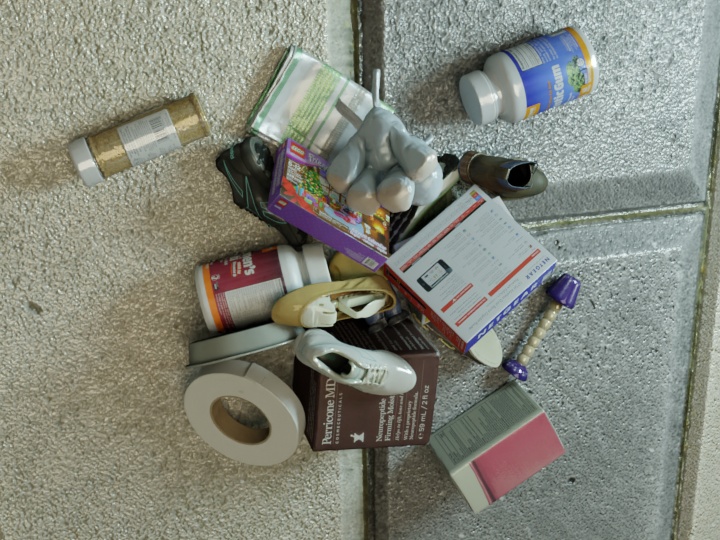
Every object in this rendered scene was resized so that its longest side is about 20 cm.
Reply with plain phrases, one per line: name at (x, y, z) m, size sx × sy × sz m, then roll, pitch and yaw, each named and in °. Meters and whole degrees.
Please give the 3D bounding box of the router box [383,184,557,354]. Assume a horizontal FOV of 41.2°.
router box at (0.165, -0.005, 1.456) m, size 0.200 × 0.049 × 0.180 m, roll -39°, pitch 71°, yaw -16°

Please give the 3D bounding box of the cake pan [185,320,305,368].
cake pan at (-0.176, 0.108, 1.471) m, size 0.199 × 0.200 × 0.037 m, roll -14°, pitch 90°, yaw -12°

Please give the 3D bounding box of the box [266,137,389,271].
box at (-0.044, -0.099, 1.442) m, size 0.199 × 0.138 × 0.039 m, roll 30°, pitch 128°, yaw -24°

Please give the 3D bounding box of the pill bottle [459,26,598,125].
pill bottle at (0.261, -0.299, 1.502) m, size 0.199 × 0.112 × 0.113 m, roll -23°, pitch 114°, yaw -9°

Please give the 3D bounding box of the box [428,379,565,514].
box at (0.238, 0.311, 1.697) m, size 0.199 × 0.128 × 0.109 m, roll -33°, pitch 116°, yaw -3°

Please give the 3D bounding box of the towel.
towel at (-0.059, -0.233, 1.471) m, size 0.199 × 0.031 × 0.150 m, roll 27°, pitch 99°, yaw -24°

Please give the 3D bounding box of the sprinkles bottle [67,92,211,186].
sprinkles bottle at (-0.318, -0.189, 1.384) m, size 0.199 × 0.068 × 0.069 m, roll -24°, pitch 114°, yaw -8°

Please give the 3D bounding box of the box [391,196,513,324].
box at (0.162, -0.016, 1.545) m, size 0.199 × 0.113 × 0.102 m, roll -26°, pitch 158°, yaw -11°

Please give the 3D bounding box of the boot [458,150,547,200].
boot at (0.257, -0.144, 1.540) m, size 0.199 × 0.097 × 0.075 m, roll 5°, pitch 101°, yaw -39°

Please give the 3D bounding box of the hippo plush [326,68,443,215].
hippo plush at (0.041, -0.160, 1.460) m, size 0.159 × 0.201 × 0.161 m, roll -36°, pitch 159°, yaw 12°

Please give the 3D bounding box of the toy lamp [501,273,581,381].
toy lamp at (0.322, 0.097, 1.690) m, size 0.058 × 0.058 × 0.201 m, roll 28°, pitch 100°, yaw -24°

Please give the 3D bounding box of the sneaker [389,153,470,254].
sneaker at (0.109, -0.089, 1.554) m, size 0.200 × 0.077 × 0.089 m, roll -47°, pitch 123°, yaw 5°

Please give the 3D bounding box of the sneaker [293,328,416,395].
sneaker at (-0.002, 0.148, 1.414) m, size 0.199 × 0.080 × 0.071 m, roll 19°, pitch 97°, yaw -22°

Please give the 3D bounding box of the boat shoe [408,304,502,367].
boat shoe at (0.165, 0.103, 1.641) m, size 0.200 × 0.059 × 0.072 m, roll 39°, pitch 54°, yaw -28°

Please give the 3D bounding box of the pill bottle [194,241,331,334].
pill bottle at (-0.146, 0.023, 1.473) m, size 0.198 × 0.110 × 0.110 m, roll -15°, pitch 112°, yaw -2°

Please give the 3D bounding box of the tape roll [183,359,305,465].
tape roll at (-0.185, 0.227, 1.524) m, size 0.201 × 0.037 × 0.204 m, roll 11°, pitch 128°, yaw 15°

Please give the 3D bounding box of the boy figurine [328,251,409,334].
boy figurine at (0.000, 0.000, 1.524) m, size 0.124 × 0.064 × 0.201 m, roll -26°, pitch 92°, yaw 24°

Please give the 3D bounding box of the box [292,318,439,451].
box at (0.004, 0.181, 1.559) m, size 0.198 × 0.164 × 0.167 m, roll -1°, pitch 109°, yaw -17°

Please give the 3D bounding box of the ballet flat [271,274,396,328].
ballet flat at (-0.034, 0.050, 1.419) m, size 0.199 × 0.063 × 0.069 m, roll -15°, pitch 130°, yaw -27°

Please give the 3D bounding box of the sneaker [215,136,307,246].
sneaker at (-0.147, -0.115, 1.474) m, size 0.079 × 0.076 × 0.201 m, roll -19°, pitch 122°, yaw 20°
